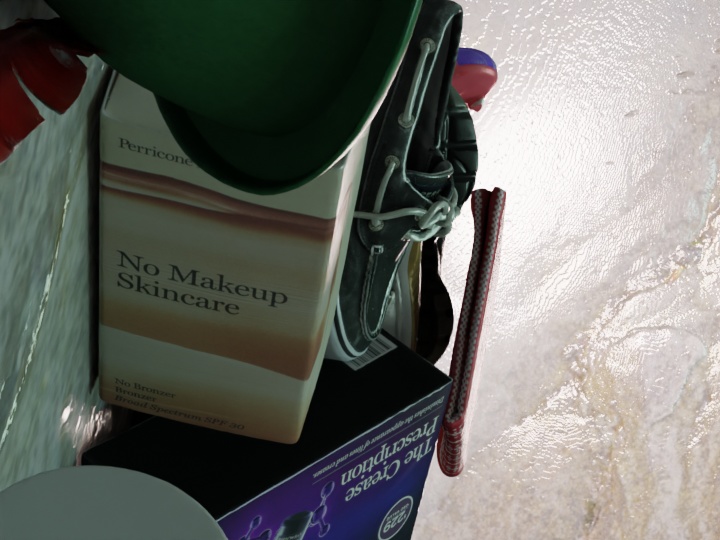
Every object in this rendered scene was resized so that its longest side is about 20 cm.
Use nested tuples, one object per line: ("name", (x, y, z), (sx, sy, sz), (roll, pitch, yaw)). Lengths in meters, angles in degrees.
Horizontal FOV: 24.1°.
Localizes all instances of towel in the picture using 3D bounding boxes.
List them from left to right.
("towel", (0.065, 0.043, 1.025), (0.200, 0.022, 0.145), (79, 21, -75))

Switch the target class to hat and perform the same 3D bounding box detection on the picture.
("hat", (-0.092, -0.100, 0.450), (0.200, 0.176, 0.166), (35, -60, 52))

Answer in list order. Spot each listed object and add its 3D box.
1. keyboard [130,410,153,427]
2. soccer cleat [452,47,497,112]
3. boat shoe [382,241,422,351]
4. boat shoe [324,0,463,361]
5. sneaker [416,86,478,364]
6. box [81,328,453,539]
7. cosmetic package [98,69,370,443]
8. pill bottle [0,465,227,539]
("keyboard", (-0.116, 0.130, 0.960), (0.104, 0.040, 0.200), (-72, 175, -68))
("soccer cleat", (0.007, -0.123, 1.125), (0.200, 0.067, 0.077), (-19, -114, 44))
("boat shoe", (0.000, 0.000, 0.958), (0.071, 0.069, 0.200), (-87, 177, -55))
("boat shoe", (0.017, -0.042, 0.844), (0.074, 0.068, 0.200), (-36, 136, -65))
("sneaker", (0.024, -0.034, 1.080), (0.079, 0.075, 0.200), (-121, -146, -60))
("box", (-0.053, 0.127, 0.885), (0.200, 0.079, 0.141), (-27, 142, -42))
("cosmetic package", (-0.056, -0.019, 0.737), (0.200, 0.103, 0.087), (99, 4, -51))
("pill bottle", (-0.101, 0.172, 0.610), (0.116, 0.116, 0.200), (-73, 177, -49))
